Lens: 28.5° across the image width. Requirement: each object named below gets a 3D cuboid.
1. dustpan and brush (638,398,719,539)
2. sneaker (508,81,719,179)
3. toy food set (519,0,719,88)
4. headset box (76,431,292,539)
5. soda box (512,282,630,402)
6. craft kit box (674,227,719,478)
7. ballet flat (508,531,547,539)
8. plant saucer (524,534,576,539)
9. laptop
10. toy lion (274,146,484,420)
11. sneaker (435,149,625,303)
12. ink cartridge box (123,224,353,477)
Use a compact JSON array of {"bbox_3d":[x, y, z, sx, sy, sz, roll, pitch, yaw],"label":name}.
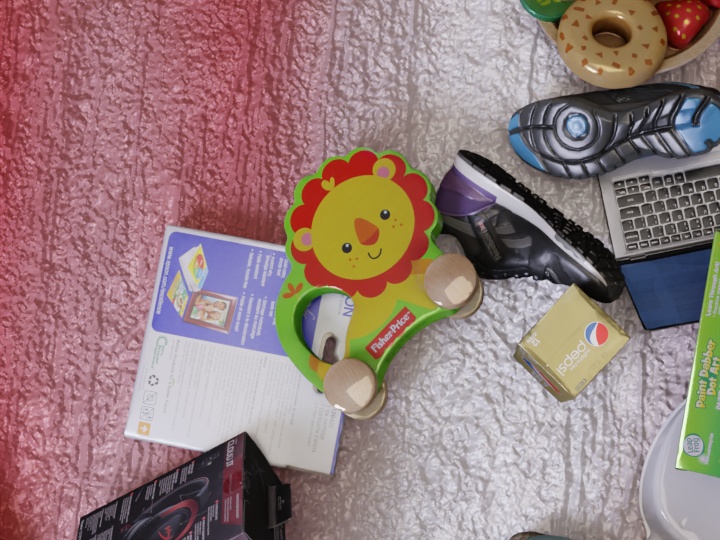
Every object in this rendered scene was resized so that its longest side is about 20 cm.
[{"bbox_3d":[0.281,0.220,1.248,0.200,0.057,0.140,-44,80,-8],"label":"dustpan and brush"},{"bbox_3d":[0.232,-0.128,1.271,0.198,0.082,0.074,0,108,22],"label":"sneaker"},{"bbox_3d":[0.243,-0.268,1.290,0.198,0.049,0.199,-28,70,-5],"label":"toy food set"},{"bbox_3d":[-0.147,0.237,1.213,0.198,0.149,0.075,-29,115,9],"label":"headset box"},{"bbox_3d":[0.174,0.065,1.196,0.064,0.200,0.068,43,89,8],"label":"soda box"},{"bbox_3d":[0.362,0.082,1.120,0.195,0.048,0.203,12,101,21],"label":"craft kit box"},{"bbox_3d":[0.204,0.303,1.232,0.200,0.046,0.068,41,125,6],"label":"ballet flat"},{"bbox_3d":[0.202,0.290,1.145,0.201,0.201,0.039,46,122,8],"label":"plant saucer"},{"bbox_3d":[0.313,-0.058,1.241,0.185,0.116,0.203,-11,82,3],"label":"laptop"},{"bbox_3d":[0.000,0.000,1.255,0.200,0.069,0.192,-46,72,1],"label":"toy lion"},{"bbox_3d":[0.145,-0.018,1.268,0.200,0.075,0.088,41,110,28],"label":"sneaker"},{"bbox_3d":[-0.101,0.074,1.302,0.197,0.047,0.200,11,83,4],"label":"ink cartridge box"}]
